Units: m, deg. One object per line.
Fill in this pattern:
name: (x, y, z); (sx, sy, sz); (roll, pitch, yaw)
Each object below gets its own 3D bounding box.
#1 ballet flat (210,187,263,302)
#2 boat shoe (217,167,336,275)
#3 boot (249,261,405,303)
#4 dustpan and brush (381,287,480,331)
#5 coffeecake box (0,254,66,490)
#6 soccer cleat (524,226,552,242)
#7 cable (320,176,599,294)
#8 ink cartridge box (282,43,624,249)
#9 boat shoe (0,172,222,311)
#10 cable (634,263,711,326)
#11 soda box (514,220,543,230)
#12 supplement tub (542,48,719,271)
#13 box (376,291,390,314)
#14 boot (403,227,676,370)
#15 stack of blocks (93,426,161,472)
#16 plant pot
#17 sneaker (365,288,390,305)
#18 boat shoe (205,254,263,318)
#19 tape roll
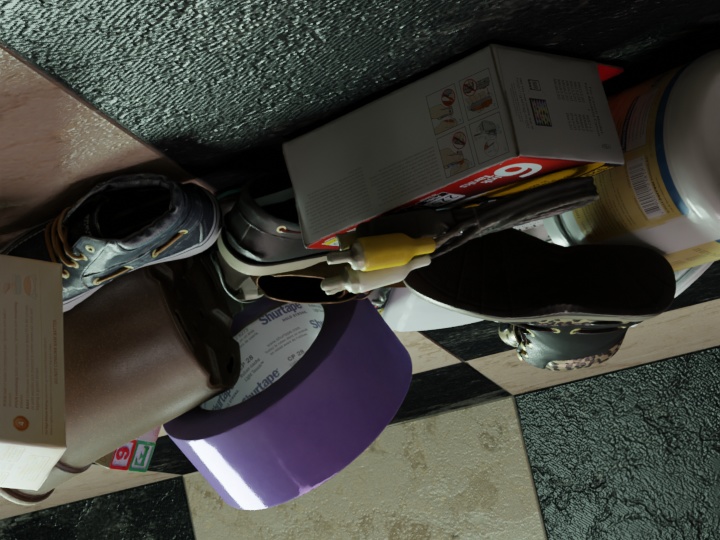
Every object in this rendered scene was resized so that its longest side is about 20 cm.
ballet flat: (-0.091, -0.014, 1.508); (0.068, 0.069, 0.200); (-11, 169, -4)
boat shoe: (-0.018, -0.051, 1.387); (0.201, 0.074, 0.063); (-17, 147, -41)
boot: (0.000, 0.000, 1.439); (0.200, 0.076, 0.074); (3, 130, -23)
dustpan and brush: (0.118, 0.005, 1.594); (0.200, 0.057, 0.140); (-1, 158, -8)
coffeecake box: (-0.311, 0.061, 1.260); (0.200, 0.154, 0.073); (10, 144, -25)
soccer cleat: (0.164, -0.057, 1.611); (0.085, 0.069, 0.200); (19, 157, -34)
cable: (0.067, -0.018, 1.260); (0.200, 0.050, 0.097); (-10, 165, -6)
ink cartridge box: (0.079, -0.083, 1.309); (0.200, 0.084, 0.175); (-22, 166, 39)
boat shoe: (-0.207, -0.024, 1.345); (0.200, 0.071, 0.091); (-21, 165, 12)
cable: (0.281, -0.036, 1.603); (0.200, 0.069, 0.200); (-44, 180, -25)
soda box: (0.104, -0.061, 1.505); (0.200, 0.064, 0.068); (-15, 169, 11)
supplement tub: (0.236, -0.074, 1.350); (0.144, 0.145, 0.200); (-7, 174, -29)
box: (-0.029, 0.020, 1.820); (0.198, 0.050, 0.200); (-12, 169, -9)
boot: (0.124, 0.023, 1.364); (0.200, 0.073, 0.151); (2, 162, -3)
stack of blocks: (-0.266, 0.094, 1.623); (0.200, 0.115, 0.059); (17, 179, 29)
plant pot: (-0.217, 0.060, 1.470); (0.198, 0.201, 0.200); (-24, 167, 13)
sneaker: (0.014, -0.007, 1.619); (0.200, 0.081, 0.075); (-21, 168, 1)
boat shoe: (-0.141, 0.020, 1.649); (0.200, 0.072, 0.068); (4, 167, -25)
tape roll: (-0.061, 0.098, 1.508); (0.200, 0.085, 0.200); (-30, -157, 14)
